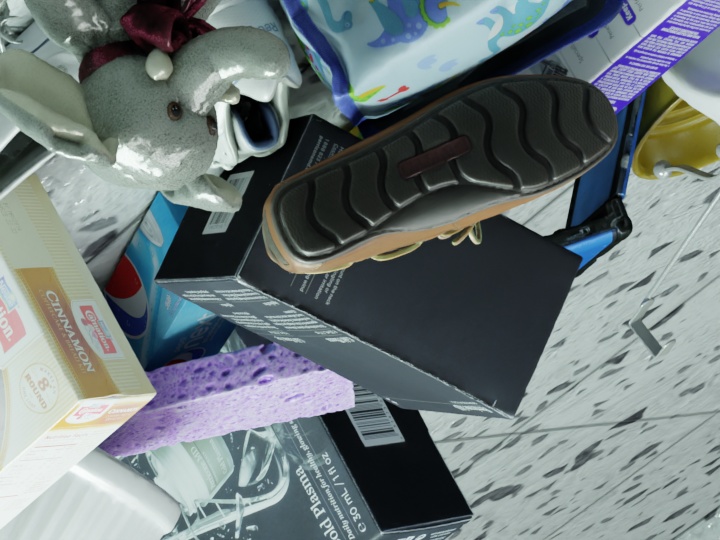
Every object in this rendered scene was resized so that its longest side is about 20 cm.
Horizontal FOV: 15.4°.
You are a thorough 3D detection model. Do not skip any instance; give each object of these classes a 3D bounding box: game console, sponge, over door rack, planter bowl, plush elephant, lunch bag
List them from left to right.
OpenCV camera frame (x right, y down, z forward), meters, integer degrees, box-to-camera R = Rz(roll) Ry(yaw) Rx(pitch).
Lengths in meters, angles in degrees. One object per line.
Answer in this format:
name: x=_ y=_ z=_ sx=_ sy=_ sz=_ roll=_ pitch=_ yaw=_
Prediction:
plush elephant: x=-0.101 y=-0.111 z=1.262 sx=0.200 sy=0.155 sz=0.164 roll=-38 pitch=161 yaw=22
sponge: x=-0.104 y=0.085 z=1.731 sx=0.198 sy=0.030 sz=0.112 roll=-13 pitch=164 yaw=-3
lunch bag: x=0.045 y=-0.157 z=1.445 sx=0.169 sy=0.128 sz=0.200 roll=-29 pitch=175 yaw=2
game console: x=0.120 y=-0.054 z=1.821 sx=0.170 sy=0.119 sz=0.200 roll=-18 pitch=173 yaw=-8
planter bowl: x=0.252 y=-0.153 z=1.833 sx=0.199 sy=0.084 sz=0.201 roll=-27 pitch=161 yaw=-10
over door rack: x=0.264 y=-0.047 z=1.865 sx=0.147 sy=0.067 sz=0.201 roll=-16 pitch=137 yaw=-39

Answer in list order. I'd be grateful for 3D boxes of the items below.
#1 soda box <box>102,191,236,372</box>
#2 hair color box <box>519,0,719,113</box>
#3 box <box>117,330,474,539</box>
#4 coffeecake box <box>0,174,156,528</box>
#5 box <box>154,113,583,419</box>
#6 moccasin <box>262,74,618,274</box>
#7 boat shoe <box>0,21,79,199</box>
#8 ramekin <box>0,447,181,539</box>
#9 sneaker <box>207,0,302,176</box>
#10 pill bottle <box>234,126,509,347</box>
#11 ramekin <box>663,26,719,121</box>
soda box: x=-0.119 y=0.016 z=1.728 sx=0.068 sy=0.064 sz=0.200 roll=-19 pitch=158 yaw=-31
hair color box: x=0.163 y=-0.182 z=1.564 sx=0.200 sy=0.110 sz=0.065 roll=-40 pitch=154 yaw=28
box: x=-0.056 y=0.157 z=1.986 sx=0.196 sy=0.201 sz=0.124 roll=-42 pitch=157 yaw=32
coffeecake box: x=-0.235 y=0.064 z=1.523 sx=0.200 sy=0.154 sz=0.073 roll=-40 pitch=160 yaw=27
box: x=0.000 y=0.000 z=1.550 sx=0.105 sy=0.181 sz=0.200 roll=-64 pitch=-164 yaw=-8
moccasin: x=0.043 y=-0.047 z=1.423 sx=0.200 sy=0.074 sz=0.078 roll=-28 pitch=175 yaw=-9
boat shoe: x=-0.151 y=-0.091 z=1.383 sx=0.200 sy=0.066 sz=0.073 roll=-36 pitch=161 yaw=18
ramekin: x=-0.219 y=0.146 z=1.668 sx=0.095 sy=0.201 sz=0.202 roll=-64 pitch=168 yaw=-13
sneaker: x=-0.082 y=-0.087 z=1.473 sx=0.074 sy=0.087 sz=0.200 roll=-25 pitch=162 yaw=-20
pill bottle: x=0.000 y=-0.019 z=1.747 sx=0.111 sy=0.111 sz=0.200 roll=-10 pitch=153 yaw=-47
ramekin: x=0.255 y=-0.172 z=1.601 sx=0.094 sy=0.203 sz=0.202 roll=10 pitch=138 yaw=-46
